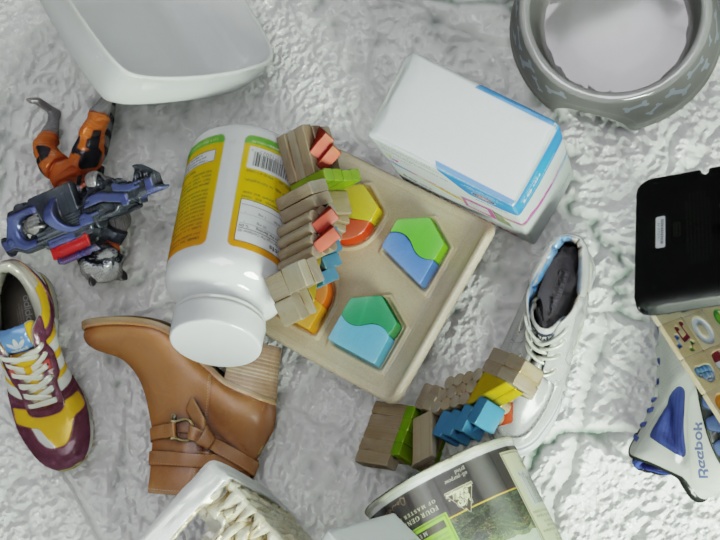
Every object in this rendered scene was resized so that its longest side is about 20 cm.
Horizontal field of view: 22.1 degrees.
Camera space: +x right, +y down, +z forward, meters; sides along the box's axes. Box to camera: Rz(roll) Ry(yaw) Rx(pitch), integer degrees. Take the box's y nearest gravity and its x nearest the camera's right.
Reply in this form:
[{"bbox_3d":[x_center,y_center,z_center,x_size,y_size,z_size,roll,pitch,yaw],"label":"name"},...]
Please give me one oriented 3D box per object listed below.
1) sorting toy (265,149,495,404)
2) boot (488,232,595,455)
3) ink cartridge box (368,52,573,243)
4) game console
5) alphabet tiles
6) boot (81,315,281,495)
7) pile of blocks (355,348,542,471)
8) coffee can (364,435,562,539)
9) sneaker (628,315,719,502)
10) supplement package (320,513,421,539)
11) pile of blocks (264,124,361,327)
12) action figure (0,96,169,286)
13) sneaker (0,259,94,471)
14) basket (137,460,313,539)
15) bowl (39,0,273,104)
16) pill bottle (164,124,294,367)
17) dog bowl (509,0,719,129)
[{"bbox_3d":[0.000,0.000,1.666,0.199,0.036,0.186,27,84,30],"label":"sorting toy"},{"bbox_3d":[0.155,0.062,1.627,0.073,0.096,0.201,15,82,12],"label":"boot"},{"bbox_3d":[0.102,-0.102,1.617,0.144,0.200,0.085,27,88,13],"label":"ink cartridge box"},{"bbox_3d":[0.329,0.004,1.564,0.175,0.200,0.117,-10,121,15],"label":"game console"},{"bbox_3d":[0.319,0.060,1.583,0.006,0.166,0.201,-43,72,38],"label":"alphabet tiles"},{"bbox_3d":[-0.177,0.127,1.682,0.199,0.074,0.156,12,85,14],"label":"boot"},{"bbox_3d":[0.088,0.136,1.606,0.199,0.062,0.082,-28,44,37],"label":"pile of blocks"},{"bbox_3d":[0.111,0.263,1.571,0.146,0.146,0.201,-28,76,3],"label":"coffee can"},{"bbox_3d":[0.276,0.117,1.599,0.115,0.080,0.200,-37,53,30],"label":"sneaker"},{"bbox_3d":[-0.015,0.314,1.498,0.114,0.109,0.200,43,111,23],"label":"supplement package"},{"bbox_3d":[-0.030,-0.045,1.615,0.062,0.082,0.201,-25,51,42],"label":"pile of blocks"},{"bbox_3d":[-0.239,-0.082,1.718,0.199,0.104,0.195,-10,82,32],"label":"action figure"},{"bbox_3d":[-0.305,0.088,1.699,0.075,0.090,0.201,-21,76,4],"label":"sneaker"},{"bbox_3d":[-0.103,0.263,1.572,0.123,0.200,0.136,41,87,19],"label":"basket"},{"bbox_3d":[-0.201,-0.230,1.707,0.200,0.199,0.075,55,133,23],"label":"bowl"},{"bbox_3d":[-0.115,-0.020,1.648,0.110,0.111,0.201,2,58,9],"label":"pill bottle"},{"bbox_3d":[0.234,-0.232,1.692,0.199,0.059,0.201,-2,78,9],"label":"dog bowl"}]
